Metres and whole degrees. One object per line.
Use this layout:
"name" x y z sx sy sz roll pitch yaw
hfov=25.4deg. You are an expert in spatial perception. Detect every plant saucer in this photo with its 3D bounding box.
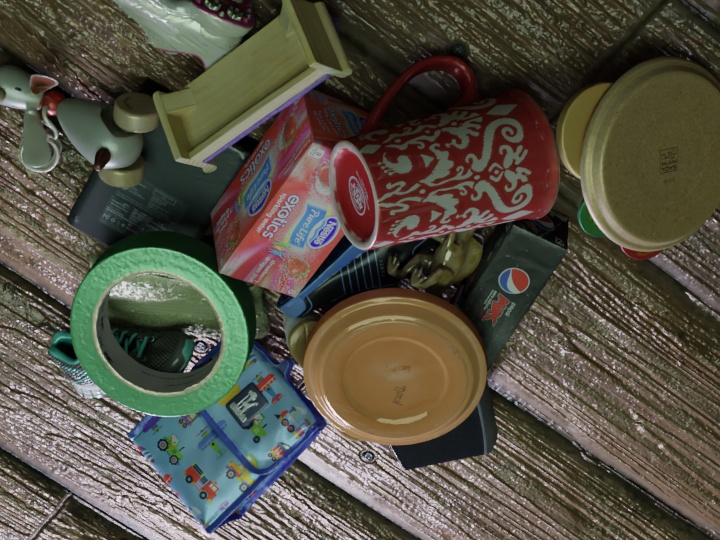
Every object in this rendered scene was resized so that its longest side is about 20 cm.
"plant saucer" 0.037 0.109 1.707 0.198 0.032 0.202 1 125 2

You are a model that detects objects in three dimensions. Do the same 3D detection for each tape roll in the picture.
"tape roll" -0.213 0.059 1.732 0.198 0.048 0.203 3 113 7

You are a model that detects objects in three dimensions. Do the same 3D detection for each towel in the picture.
"towel" -0.202 0.032 1.799 0.197 0.037 0.149 4 150 4

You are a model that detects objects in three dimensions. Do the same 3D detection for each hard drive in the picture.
"hard drive" 0.074 0.135 1.770 0.133 0.043 0.201 -12 125 10
"hard drive" -0.218 -0.096 1.746 0.139 0.033 0.201 30 124 -11

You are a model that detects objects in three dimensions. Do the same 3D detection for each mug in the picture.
"mug" 0.069 -0.108 1.588 0.198 0.178 0.134 -15 138 -24

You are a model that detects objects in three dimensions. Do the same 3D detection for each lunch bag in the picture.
"lunch bag" -0.139 0.171 1.816 0.151 0.094 0.200 47 108 10

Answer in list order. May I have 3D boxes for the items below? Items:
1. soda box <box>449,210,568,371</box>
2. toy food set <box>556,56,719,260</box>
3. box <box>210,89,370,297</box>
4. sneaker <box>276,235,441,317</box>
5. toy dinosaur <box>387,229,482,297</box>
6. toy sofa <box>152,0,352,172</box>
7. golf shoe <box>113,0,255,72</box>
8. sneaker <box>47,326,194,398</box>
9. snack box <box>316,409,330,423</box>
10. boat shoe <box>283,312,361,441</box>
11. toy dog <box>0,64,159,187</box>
"soda box" 0.152 0.019 1.743 0.070 0.064 0.201 24 126 -9
"toy food set" 0.291 -0.112 1.586 0.199 0.049 0.200 -29 115 -20
"box" -0.065 -0.080 1.678 0.102 0.095 0.200 19 128 -29
"sneaker" 0.000 0.000 1.743 0.199 0.070 0.078 -38 111 21
"toy dinosaur" 0.084 -0.001 1.696 0.100 0.058 0.201 1 128 -39
"toy sofa" -0.103 -0.184 1.607 0.199 0.084 0.097 -32 159 26
"golf shoe" -0.209 -0.264 1.606 0.198 0.076 0.092 25 128 -7
"sneaker" -0.279 0.097 1.829 0.198 0.078 0.091 -12 139 34
"snack box" 0.047 0.134 1.819 0.198 0.024 0.073 -2 125 -16
"boat shoe" -0.031 0.113 1.841 0.070 0.069 0.201 -30 127 -3
"toy dog" -0.306 -0.146 1.662 0.198 0.096 0.133 4 116 21
